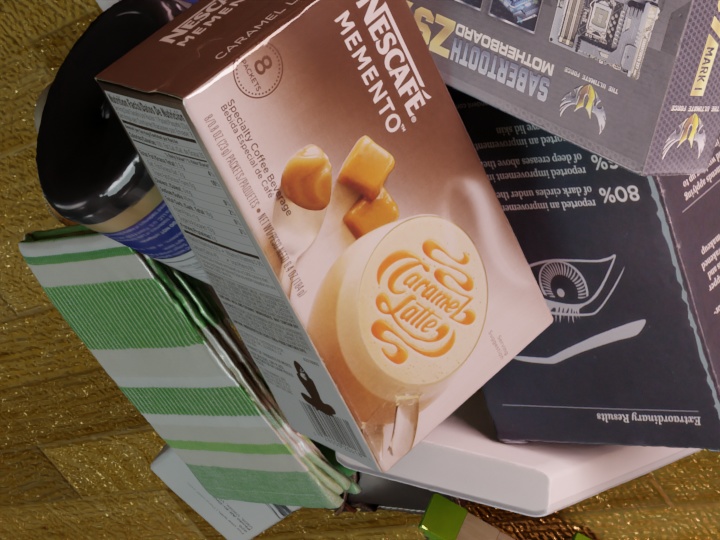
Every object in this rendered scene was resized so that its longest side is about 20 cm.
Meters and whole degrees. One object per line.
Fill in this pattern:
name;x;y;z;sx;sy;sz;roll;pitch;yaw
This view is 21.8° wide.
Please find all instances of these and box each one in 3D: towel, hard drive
towel;-0.099;0.053;1.033;0.152;0.023;0.201;-5;128;54
hard drive;0.097;0.090;1.023;0.131;0.199;0.027;10;101;35

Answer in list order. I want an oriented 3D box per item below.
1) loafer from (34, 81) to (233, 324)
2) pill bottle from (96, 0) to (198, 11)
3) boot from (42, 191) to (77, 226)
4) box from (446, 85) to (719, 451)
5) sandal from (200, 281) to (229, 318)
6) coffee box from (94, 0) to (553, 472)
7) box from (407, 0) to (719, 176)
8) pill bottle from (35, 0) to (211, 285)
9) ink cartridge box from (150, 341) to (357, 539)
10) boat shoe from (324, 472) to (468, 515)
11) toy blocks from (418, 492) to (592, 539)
loafer;-0.120;-0.047;1.155;0.200;0.076;0.067;43;151;-6
pill bottle;-0.060;-0.199;0.866;0.112;0.112;0.200;36;146;3
boot;-0.070;-0.062;1.025;0.199;0.154;0.074;-12;83;52
box;0.120;-0.024;0.903;0.147;0.104;0.202;-1;116;43
sandal;0.002;0.007;1.028;0.201;0.083;0.050;3;151;-30
coffee box;-0.011;-0.029;0.818;0.079;0.114;0.201;19;142;53
box;0.078;-0.147;0.783;0.199;0.051;0.159;29;113;40
pill bottle;-0.049;-0.043;0.910;0.199;0.113;0.111;26;157;-38
ink cartridge box;-0.029;0.069;1.142;0.084;0.146;0.200;41;145;-6
boat shoe;-0.016;0.134;1.273;0.198;0.070;0.071;13;137;31
toy blocks;0.101;0.230;1.261;0.199;0.101;0.137;30;157;-10
